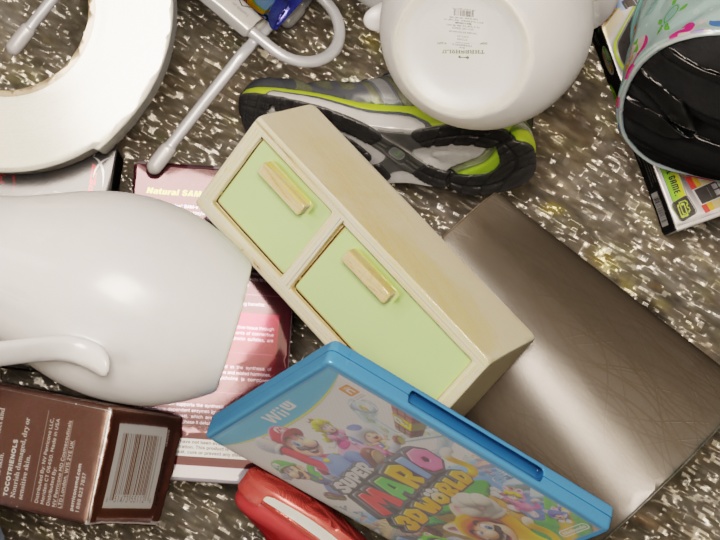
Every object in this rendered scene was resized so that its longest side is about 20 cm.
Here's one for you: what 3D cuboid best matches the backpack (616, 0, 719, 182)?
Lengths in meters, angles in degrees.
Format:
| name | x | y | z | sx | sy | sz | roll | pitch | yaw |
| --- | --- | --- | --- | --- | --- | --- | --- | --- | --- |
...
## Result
| name | x | y | z | sx | sy | sz | roll | pitch | yaw |
| --- | --- | --- | --- | --- | --- | --- | --- | --- | --- |
| backpack | 0.261 | -0.125 | 1.104 | 0.200 | 0.178 | 0.151 | 9 | 63 | 1 |

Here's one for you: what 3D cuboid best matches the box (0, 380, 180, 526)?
| name | x | y | z | sx | sy | sz | roll | pitch | yaw |
| --- | --- | --- | --- | --- | --- | --- | --- | --- | --- |
| box | -0.223 | 0.102 | 1.092 | 0.200 | 0.100 | 0.075 | 11 | 86 | 20 |

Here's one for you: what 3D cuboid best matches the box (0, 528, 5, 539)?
| name | x | y | z | sx | sy | sz | roll | pitch | yaw |
| --- | --- | --- | --- | --- | --- | --- | --- | --- | --- |
| box | -0.259 | 0.227 | 1.072 | 0.051 | 0.200 | 0.158 | -19 | 88 | -41 |

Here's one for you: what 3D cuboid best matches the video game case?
| name | x | y | z | sx | sy | sz | roll | pitch | yaw |
| --- | --- | --- | --- | --- | --- | --- | --- | --- | --- |
| video game case | 0.027 | 0.117 | 1.051 | 0.200 | 0.143 | 0.018 | 32 | 55 | -19 |

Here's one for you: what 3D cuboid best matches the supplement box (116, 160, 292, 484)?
| name | x | y | z | sx | sy | sz | roll | pitch | yaw |
| --- | --- | --- | --- | --- | --- | --- | --- | --- | --- |
| supplement box | -0.098 | 0.035 | 1.158 | 0.109 | 0.061 | 0.200 | 5 | 87 | -3 |

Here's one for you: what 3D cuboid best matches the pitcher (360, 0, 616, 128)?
| name | x | y | z | sx | sy | sz | roll | pitch | yaw |
| --- | --- | --- | --- | --- | --- | --- | --- | --- | --- |
| pitcher | 0.061 | -0.160 | 1.101 | 0.171 | 0.200 | 0.121 | 1 | 112 | 17 |

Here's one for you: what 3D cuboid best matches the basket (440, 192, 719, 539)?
| name | x | y | z | sx | sy | sz | roll | pitch | yaw |
| --- | --- | --- | --- | --- | --- | --- | --- | --- | --- |
| basket | 0.112 | 0.061 | 1.138 | 0.180 | 0.136 | 0.200 | -43 | 86 | -16 |

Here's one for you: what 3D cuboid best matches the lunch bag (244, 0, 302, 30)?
| name | x | y | z | sx | sy | sz | roll | pitch | yaw |
| --- | --- | --- | --- | --- | --- | --- | --- | --- | --- |
| lunch bag | -0.033 | -0.275 | 1.092 | 0.151 | 0.094 | 0.200 | 44 | 79 | 1 |

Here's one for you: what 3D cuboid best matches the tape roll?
| name | x | y | z | sx | sy | sz | roll | pitch | yaw |
| --- | --- | --- | --- | --- | --- | --- | --- | --- | --- |
| tape roll | -0.211 | -0.157 | 1.091 | 0.203 | 0.037 | 0.203 | 0 | 90 | -1 |

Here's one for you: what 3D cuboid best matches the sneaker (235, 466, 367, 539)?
| name | x | y | z | sx | sy | sz | roll | pitch | yaw |
| --- | --- | --- | --- | --- | --- | --- | --- | --- | --- |
| sneaker | -0.027 | 0.218 | 1.120 | 0.200 | 0.078 | 0.116 | 43 | 88 | -21 |

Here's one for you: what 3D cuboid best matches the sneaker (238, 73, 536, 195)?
| name | x | y | z | sx | sy | sz | roll | pitch | yaw |
| --- | --- | --- | --- | --- | --- | --- | --- | --- | --- |
| sneaker | 0.020 | -0.100 | 1.176 | 0.200 | 0.074 | 0.081 | 8 | 45 | 8 |

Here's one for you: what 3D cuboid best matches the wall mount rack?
| name | x | y | z | sx | sy | sz | roll | pitch | yaw |
| --- | --- | --- | --- | --- | --- | --- | --- | --- | --- |
| wall mount rack | -0.117 | -0.168 | 1.142 | 0.200 | 0.075 | 0.174 | 40 | 57 | 0 |

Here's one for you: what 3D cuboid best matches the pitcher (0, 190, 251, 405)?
| name | x | y | z | sx | sy | sz | roll | pitch | yaw |
| --- | --- | --- | --- | --- | --- | --- | --- | --- | --- |
| pitcher | -0.171 | 0.021 | 1.030 | 0.200 | 0.172 | 0.121 | 16 | 124 | -6 |

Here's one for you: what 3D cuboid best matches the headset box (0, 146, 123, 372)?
| name | x | y | z | sx | sy | sz | roll | pitch | yaw |
| --- | --- | --- | --- | --- | --- | --- | --- | --- | --- |
| headset box | -0.261 | -0.017 | 1.143 | 0.200 | 0.075 | 0.149 | 9 | 86 | -4 |

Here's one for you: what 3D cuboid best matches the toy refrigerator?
| name | x | y | z | sx | sy | sz | roll | pitch | yaw |
| --- | --- | --- | --- | --- | --- | --- | --- | --- | --- |
| toy refrigerator | 0.000 | 0.000 | 1.068 | 0.200 | 0.070 | 0.076 | 48 | 120 | 13 |

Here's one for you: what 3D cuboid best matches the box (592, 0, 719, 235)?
| name | x | y | z | sx | sy | sz | roll | pitch | yaw |
| --- | --- | --- | --- | --- | --- | --- | --- | --- | --- |
| box | 0.222 | -0.136 | 1.204 | 0.110 | 0.035 | 0.200 | -20 | 87 | -5 |
